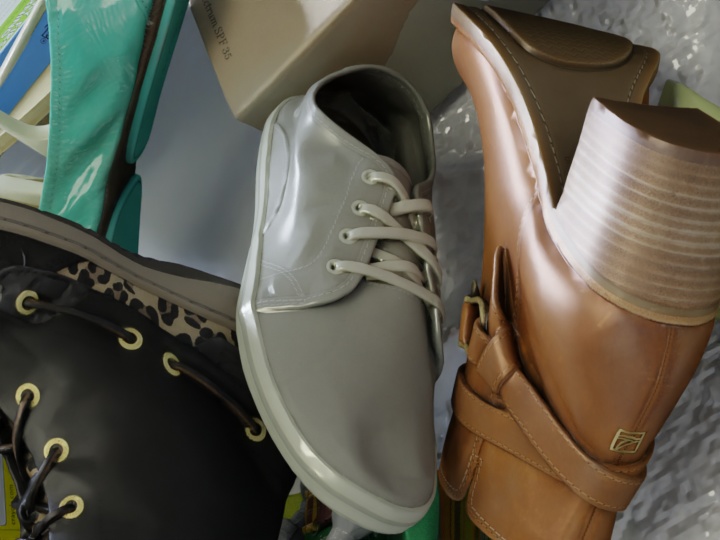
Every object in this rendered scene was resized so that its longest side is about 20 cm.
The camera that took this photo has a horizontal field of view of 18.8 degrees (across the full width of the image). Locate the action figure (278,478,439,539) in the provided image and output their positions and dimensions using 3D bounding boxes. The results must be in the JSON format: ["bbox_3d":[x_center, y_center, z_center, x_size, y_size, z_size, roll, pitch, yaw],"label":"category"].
[{"bbox_3d":[-0.008,0.109,0.764,0.118,0.054,0.201,146,134,-61],"label":"action figure"}]

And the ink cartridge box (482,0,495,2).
[{"bbox_3d":[0.011,-0.208,0.750,0.145,0.087,0.201,22,89,47],"label":"ink cartridge box"}]

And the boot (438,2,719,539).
[{"bbox_3d":[0.063,0.000,0.747,0.200,0.076,0.156,-130,50,-57],"label":"boot"}]

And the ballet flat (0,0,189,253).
[{"bbox_3d":[-0.116,-0.043,0.862,0.070,0.067,0.201,15,112,5],"label":"ballet flat"}]

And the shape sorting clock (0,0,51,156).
[{"bbox_3d":[-0.150,-0.099,0.967,0.200,0.039,0.200,-38,22,19],"label":"shape sorting clock"}]

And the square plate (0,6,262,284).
[{"bbox_3d":[-0.095,-0.015,0.937,0.200,0.028,0.199,-43,52,25],"label":"square plate"}]

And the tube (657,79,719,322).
[{"bbox_3d":[0.148,-0.001,0.688,0.058,0.052,0.200,-38,34,-16],"label":"tube"}]

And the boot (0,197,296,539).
[{"bbox_3d":[-0.106,0.064,0.708,0.073,0.199,0.151,-42,37,47],"label":"boot"}]

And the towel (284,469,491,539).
[{"bbox_3d":[-0.016,0.124,0.822,0.199,0.018,0.086,-14,66,40],"label":"towel"}]

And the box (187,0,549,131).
[{"bbox_3d":[0.030,-0.140,0.825,0.200,0.078,0.095,-44,50,24],"label":"box"}]

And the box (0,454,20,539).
[{"bbox_3d":[-0.198,0.097,0.822,0.192,0.122,0.201,-24,66,48],"label":"box"}]

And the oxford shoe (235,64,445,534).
[{"bbox_3d":[0.000,0.000,0.743,0.058,0.075,0.201,-42,35,33],"label":"oxford shoe"}]
